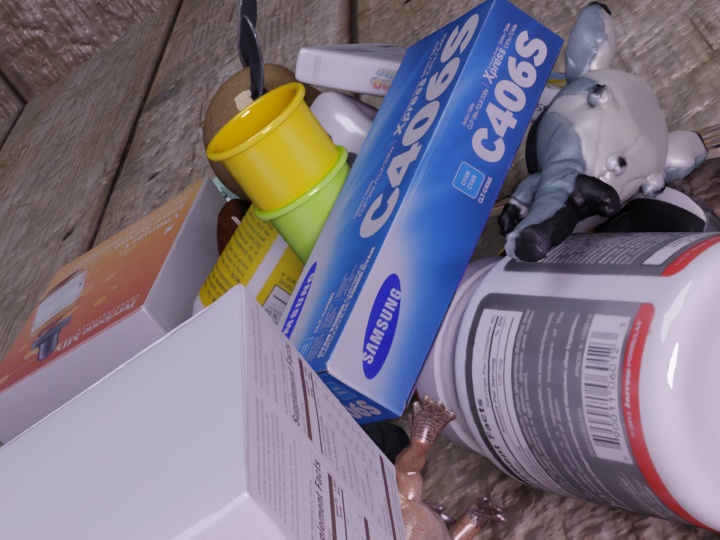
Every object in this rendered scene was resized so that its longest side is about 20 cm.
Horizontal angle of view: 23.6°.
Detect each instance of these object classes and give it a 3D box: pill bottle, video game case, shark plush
[{"bbox_3d":[-0.025,0.008,0.991,0.200,0.112,0.112,-58,16,11],"label":"pill bottle"},{"bbox_3d":[0.074,-0.112,1.041,0.181,0.023,0.200,11,10,13],"label":"video game case"},{"bbox_3d":[0.099,-0.036,0.772,0.083,0.091,0.200,-34,20,25],"label":"shark plush"},{"bbox_3d":[0.111,0.041,0.726,0.116,0.116,0.200,-44,20,-20],"label":"pill bottle"}]

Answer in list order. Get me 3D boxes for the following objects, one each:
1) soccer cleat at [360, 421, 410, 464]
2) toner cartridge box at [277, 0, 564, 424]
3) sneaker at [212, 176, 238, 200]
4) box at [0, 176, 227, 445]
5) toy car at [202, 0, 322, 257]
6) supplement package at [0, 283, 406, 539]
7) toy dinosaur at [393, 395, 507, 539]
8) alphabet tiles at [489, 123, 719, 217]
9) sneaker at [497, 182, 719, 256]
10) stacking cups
[{"bbox_3d":[-0.061,0.125,0.868,0.199,0.068,0.081,-11,52,-21],"label":"soccer cleat"},{"bbox_3d":[0.021,-0.025,0.804,0.095,0.043,0.201,-23,39,63],"label":"toner cartridge box"},{"bbox_3d":[-0.093,-0.041,1.350,0.200,0.074,0.118,-36,9,35],"label":"sneaker"},{"bbox_3d":[-0.151,0.050,1.194,0.152,0.106,0.200,-30,20,20],"label":"box"},{"bbox_3d":[-0.038,-0.086,1.127,0.157,0.201,0.164,-18,21,0],"label":"toy car"},{"bbox_3d":[-0.091,0.129,0.640,0.200,0.111,0.156,-34,23,11],"label":"supplement package"},{"bbox_3d":[-0.005,0.140,0.765,0.200,0.086,0.136,-18,33,57],"label":"toy dinosaur"},{"bbox_3d":[0.162,-0.061,0.935,0.166,0.006,0.200,-21,5,-31],"label":"alphabet tiles"},{"bbox_3d":[0.117,0.013,0.864,0.090,0.070,0.200,-46,14,-15],"label":"sneaker"},{"bbox_3d":[0.000,0.000,0.889,0.060,0.200,0.061,-30,23,14],"label":"stacking cups"}]
